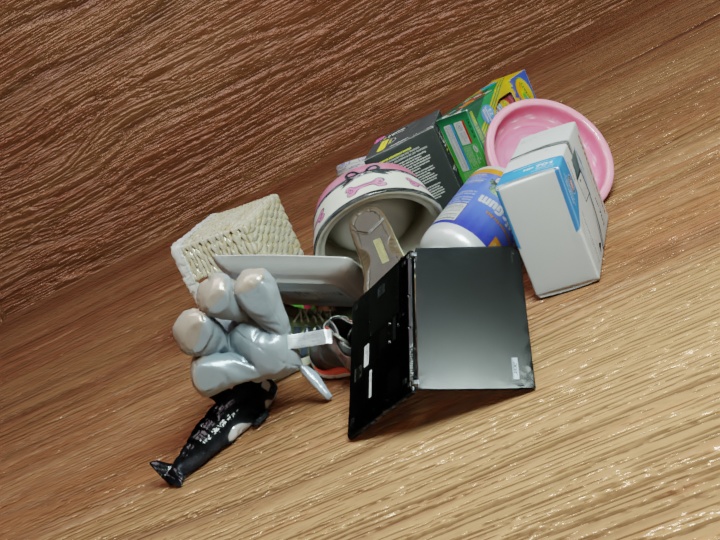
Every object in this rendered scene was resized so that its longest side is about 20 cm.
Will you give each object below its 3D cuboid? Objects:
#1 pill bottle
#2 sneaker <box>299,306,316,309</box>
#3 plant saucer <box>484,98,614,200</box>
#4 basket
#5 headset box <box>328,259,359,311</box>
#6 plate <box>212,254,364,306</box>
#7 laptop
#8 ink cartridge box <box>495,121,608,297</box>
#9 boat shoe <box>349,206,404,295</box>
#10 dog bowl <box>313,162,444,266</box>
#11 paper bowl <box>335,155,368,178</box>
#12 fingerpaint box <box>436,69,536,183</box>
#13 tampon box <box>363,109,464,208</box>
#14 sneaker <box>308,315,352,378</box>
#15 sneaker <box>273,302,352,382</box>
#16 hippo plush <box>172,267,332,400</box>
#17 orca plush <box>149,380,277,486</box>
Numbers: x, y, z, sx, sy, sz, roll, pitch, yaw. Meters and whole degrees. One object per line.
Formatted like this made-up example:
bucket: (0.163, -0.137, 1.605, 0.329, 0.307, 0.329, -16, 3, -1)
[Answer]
pill bottle: (0.148, -0.038, 1.119, 0.111, 0.113, 0.201, -9, 34, 50)
sneaker: (-0.137, 0.064, 1.386, 0.082, 0.078, 0.200, -12, 19, 33)
plant saucer: (0.272, -0.158, 1.226, 0.199, 0.201, 0.051, -34, -15, -25)
basket: (-0.210, -0.009, 1.523, 0.158, 0.202, 0.200, -19, 16, 21)
headset box: (0.000, 0.000, 1.351, 0.147, 0.078, 0.200, -30, 16, -7)
plate: (-0.081, 0.019, 1.159, 0.195, 0.033, 0.200, 1, -15, 16)
laptop: (0.079, 0.078, 0.905, 0.200, 0.102, 0.180, -44, 33, 42)
ink cartridge box: (0.245, -0.082, 1.043, 0.084, 0.149, 0.200, -17, 18, 28)
boat shoe: (0.039, 0.015, 1.069, 0.070, 0.077, 0.203, -16, 57, 6)
dog bowl: (0.020, -0.068, 1.187, 0.197, 0.201, 0.075, -25, 53, 8)
paper bowl: (0.059, -0.163, 1.532, 0.196, 0.107, 0.201, -14, 4, 1)
fingerpaint box: (0.231, -0.187, 1.319, 0.166, 0.203, 0.073, -36, 17, -36)
tampon box: (0.108, -0.131, 1.351, 0.124, 0.203, 0.150, -22, 14, 16)
sneaker: (-0.019, 0.089, 1.070, 0.076, 0.083, 0.199, -33, 16, -24)
sneaker: (-0.085, 0.084, 1.191, 0.197, 0.091, 0.067, -27, 13, 2)
hippo plush: (-0.136, 0.065, 1.077, 0.195, 0.164, 0.161, 0, 12, -5)
orca plush: (-0.191, 0.185, 1.079, 0.198, 0.072, 0.105, -35, 16, -26)
